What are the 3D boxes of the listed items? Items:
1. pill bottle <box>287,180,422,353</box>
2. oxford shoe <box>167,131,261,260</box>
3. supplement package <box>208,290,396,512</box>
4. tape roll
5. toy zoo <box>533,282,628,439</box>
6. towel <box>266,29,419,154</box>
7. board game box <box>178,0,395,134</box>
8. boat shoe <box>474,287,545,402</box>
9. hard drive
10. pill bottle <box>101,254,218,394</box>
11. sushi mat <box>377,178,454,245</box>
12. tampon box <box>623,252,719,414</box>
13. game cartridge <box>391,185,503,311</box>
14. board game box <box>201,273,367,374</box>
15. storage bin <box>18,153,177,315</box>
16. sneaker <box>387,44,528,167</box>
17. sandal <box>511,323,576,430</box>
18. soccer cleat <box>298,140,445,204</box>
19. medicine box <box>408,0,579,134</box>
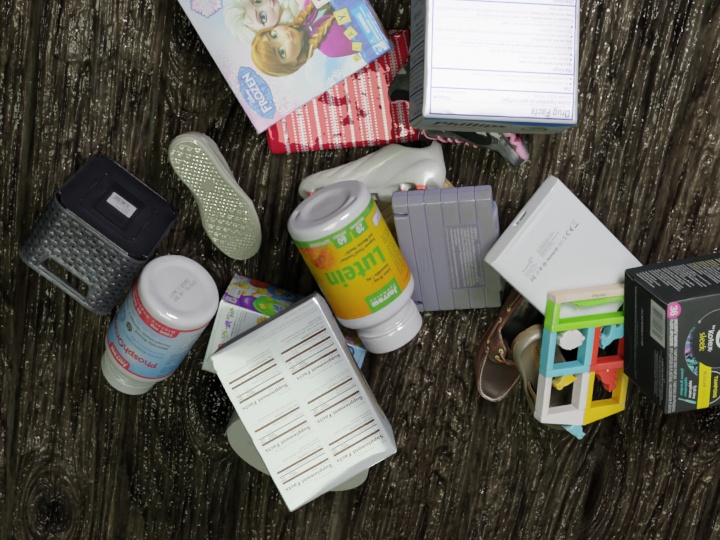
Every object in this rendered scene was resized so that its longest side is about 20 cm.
[{"bbox_3d":[0.000,0.000,1.613,0.110,0.112,0.201,-22,117,14],"label":"pill bottle"},{"bbox_3d":[-0.184,-0.100,1.684,0.074,0.058,0.201,-25,121,8],"label":"oxford shoe"},{"bbox_3d":[-0.066,0.149,1.562,0.146,0.191,0.202,-28,92,0],"label":"supplement package"},{"bbox_3d":[-0.082,0.233,1.751,0.200,0.037,0.204,13,147,9],"label":"tape roll"},{"bbox_3d":[0.285,0.118,1.654,0.130,0.020,0.203,-6,111,-24],"label":"toy zoo"},{"bbox_3d":[-0.030,-0.222,1.634,0.197,0.023,0.147,-4,111,8],"label":"towel"},{"bbox_3d":[-0.092,-0.303,1.580,0.198,0.041,0.201,-31,97,13],"label":"board game box"},{"bbox_3d":[0.199,0.089,1.703,0.069,0.070,0.202,18,113,-2],"label":"boat shoe"},{"bbox_3d":[0.257,-0.007,1.622,0.200,0.027,0.132,40,89,-31],"label":"hard drive"},{"bbox_3d":[-0.270,0.077,1.707,0.108,0.109,0.200,33,134,-6],"label":"pill bottle"},{"bbox_3d":[0.046,-0.048,1.696,0.199,0.012,0.096,-37,104,19],"label":"sushi mat"},{"bbox_3d":[0.440,0.071,1.606,0.197,0.126,0.152,-9,112,-11],"label":"tampon box"},{"bbox_3d":[0.113,-0.026,1.647,0.128,0.039,0.201,-6,137,4],"label":"game cartridge"},{"bbox_3d":[-0.094,0.096,1.720,0.197,0.103,0.106,19,111,-1],"label":"board game box"},{"bbox_3d":[-0.325,-0.049,1.638,0.135,0.200,0.094,37,112,-8],"label":"storage bin"},{"bbox_3d":[0.117,-0.186,1.599,0.199,0.079,0.096,40,107,-5],"label":"sneaker"},{"bbox_3d":[0.252,0.149,1.690,0.080,0.054,0.201,-35,131,-4],"label":"sandal"},{"bbox_3d":[0.016,-0.119,1.652,0.197,0.079,0.069,-5,152,24],"label":"soccer cleat"},{"bbox_3d":[0.152,-0.264,1.501,0.179,0.103,0.203,2,91,-8],"label":"medicine box"}]
